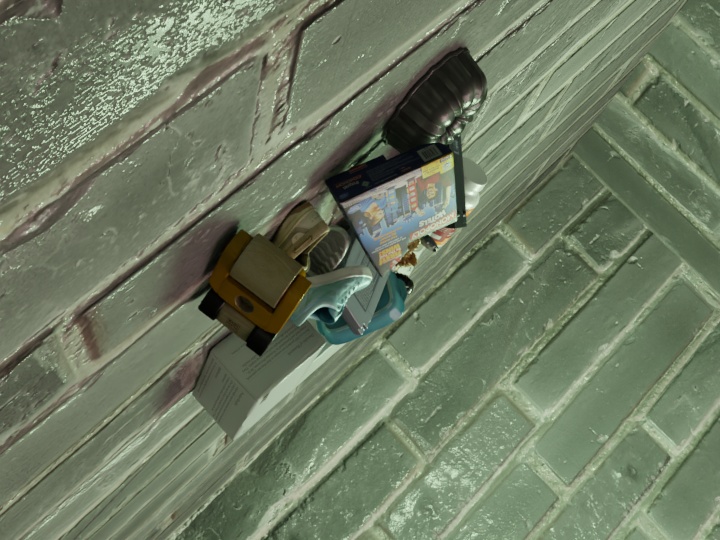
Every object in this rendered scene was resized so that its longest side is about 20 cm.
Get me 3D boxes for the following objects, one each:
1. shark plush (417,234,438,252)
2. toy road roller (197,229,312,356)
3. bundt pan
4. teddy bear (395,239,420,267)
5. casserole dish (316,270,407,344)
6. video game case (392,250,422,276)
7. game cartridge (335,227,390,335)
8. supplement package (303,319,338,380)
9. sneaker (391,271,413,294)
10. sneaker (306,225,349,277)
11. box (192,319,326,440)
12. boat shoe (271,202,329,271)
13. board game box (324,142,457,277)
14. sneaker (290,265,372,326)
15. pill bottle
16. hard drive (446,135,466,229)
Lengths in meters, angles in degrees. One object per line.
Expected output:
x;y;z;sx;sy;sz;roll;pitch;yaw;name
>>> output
0.067;-0.095;1.691;0.090;0.200;0.084;-26;-136;27;shark plush
-0.135;0.009;1.280;0.147;0.122;0.200;-55;-179;-40;toy road roller
0.130;-0.254;1.433;0.202;0.076;0.202;-44;171;-8;bundt pan
0.052;-0.084;1.573;0.066;0.201;0.145;-34;-145;-4;teddy bear
-0.004;0.065;1.742;0.197;0.123;0.039;-23;148;12;casserole dish
0.099;-0.093;1.819;0.202;0.036;0.181;-63;153;7;video game case
0.000;0.000;1.651;0.134;0.040;0.202;61;40;-40;game cartridge
-0.111;0.144;1.943;0.199;0.117;0.117;-38;170;-39;supplement package
0.020;0.059;1.823;0.196;0.092;0.070;-4;-161;20;sneaker
-0.075;-0.028;1.548;0.082;0.075;0.200;-45;-176;-42;sneaker
-0.197;0.188;1.715;0.199;0.131;0.200;-38;169;-36;box
-0.114;-0.017;1.400;0.072;0.065;0.201;-32;164;-53;boat shoe
0.055;-0.093;1.428;0.197;0.062;0.202;-24;140;-12;board game box
-0.051;0.050;1.495;0.198;0.083;0.074;-15;166;-39;sneaker
0.200;-0.157;2.039;0.113;0.113;0.201;-33;164;-52;pill bottle
0.164;-0.179;1.646;0.042;0.204;0.135;-3;-177;17;hard drive
